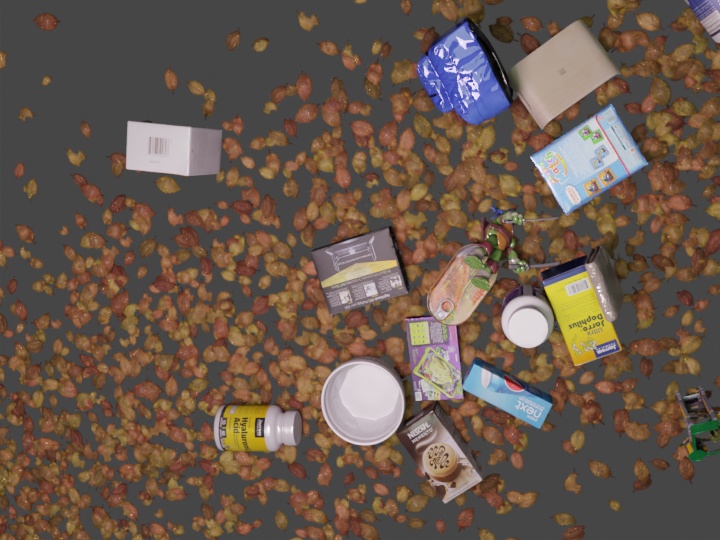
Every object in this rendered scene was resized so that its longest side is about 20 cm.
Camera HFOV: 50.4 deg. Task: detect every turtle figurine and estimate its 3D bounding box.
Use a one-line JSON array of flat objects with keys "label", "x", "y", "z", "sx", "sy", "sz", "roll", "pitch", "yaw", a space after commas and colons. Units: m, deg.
[{"label": "turtle figurine", "x": 0.325, "y": -0.048, "z": 1.642, "sx": 0.199, "sy": 0.144, "sz": 0.194, "roll": 38, "pitch": 66, "yaw": 12}]

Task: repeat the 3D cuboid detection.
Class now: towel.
[{"label": "towel", "x": 0.518, "y": 0.021, "z": 1.612, "sx": 0.034, "sy": 0.200, "sz": 0.134, "roll": -21, "pitch": 95, "yaw": 26}]

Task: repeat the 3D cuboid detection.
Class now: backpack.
[{"label": "backpack", "x": 0.224, "y": -0.407, "z": 1.623, "sx": 0.167, "sy": 0.163, "sz": 0.201, "roll": -31, "pitch": 105, "yaw": 23}]

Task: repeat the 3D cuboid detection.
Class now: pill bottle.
[{"label": "pill bottle", "x": 0.730, "y": -0.528, "z": 1.522, "sx": 0.111, "sy": 0.111, "sz": 0.201, "roll": -37, "pitch": 91, "yaw": 14}, {"label": "pill bottle", "x": 0.360, "y": 0.102, "z": 1.653, "sx": 0.110, "sy": 0.200, "sz": 0.113, "roll": 2, "pitch": 100, "yaw": 11}, {"label": "pill bottle", "x": -0.248, "y": 0.384, "z": 1.867, "sx": 0.197, "sy": 0.111, "sz": 0.113, "roll": -3, "pitch": 99, "yaw": 11}]

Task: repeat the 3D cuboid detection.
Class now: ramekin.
[{"label": "ramekin", "x": 0.013, "y": 0.298, "z": 1.804, "sx": 0.197, "sy": 0.105, "sz": 0.203, "roll": 2, "pitch": 99, "yaw": 11}]

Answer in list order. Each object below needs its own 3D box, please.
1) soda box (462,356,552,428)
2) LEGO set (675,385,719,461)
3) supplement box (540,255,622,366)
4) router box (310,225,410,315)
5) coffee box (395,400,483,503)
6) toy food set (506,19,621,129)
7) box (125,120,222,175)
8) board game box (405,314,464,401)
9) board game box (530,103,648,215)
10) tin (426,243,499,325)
[{"label": "soda box", "x": 0.336, "y": 0.279, "z": 1.758, "sx": 0.198, "sy": 0.064, "sz": 0.068, "roll": 27, "pitch": 103, "yaw": 5}, {"label": "LEGO set", "x": 0.779, "y": 0.316, "z": 1.672, "sx": 0.198, "sy": 0.117, "sz": 0.154, "roll": -23, "pitch": 124, "yaw": 18}, {"label": "supplement box", "x": 0.480, "y": 0.087, "z": 1.674, "sx": 0.108, "sy": 0.109, "sz": 0.202, "roll": -22, "pitch": 94, "yaw": 14}, {"label": "router box", "x": 0.000, "y": 0.000, "z": 1.784, "sx": 0.198, "sy": 0.052, "sz": 0.159, "roll": -16, "pitch": 96, "yaw": 13}, {"label": "coffee box", "x": 0.187, "y": 0.425, "z": 1.803, "sx": 0.113, "sy": 0.080, "sz": 0.201, "roll": -36, "pitch": 91, "yaw": 15}, {"label": "toy food set", "x": 0.432, "y": -0.418, "z": 1.635, "sx": 0.199, "sy": 0.060, "sz": 0.144, "roll": -35, "pitch": 80, "yaw": 13}, {"label": "box", "x": -0.420, "y": -0.278, "z": 1.746, "sx": 0.150, "sy": 0.200, "sz": 0.108, "roll": 7, "pitch": 99, "yaw": 10}, {"label": "board game box", "x": 0.175, "y": 0.204, "z": 1.796, "sx": 0.118, "sy": 0.032, "sz": 0.203, "roll": -4, "pitch": 98, "yaw": 15}, {"label": "board game box", "x": 0.492, "y": -0.238, "z": 1.656, "sx": 0.199, "sy": 0.037, "sz": 0.152, "roll": -32, "pitch": 92, "yaw": 14}, {"label": "tin", "x": 0.233, "y": 0.033, "z": 1.738, "sx": 0.112, "sy": 0.042, "sz": 0.201, "roll": 37, "pitch": 94, "yaw": 7}]
